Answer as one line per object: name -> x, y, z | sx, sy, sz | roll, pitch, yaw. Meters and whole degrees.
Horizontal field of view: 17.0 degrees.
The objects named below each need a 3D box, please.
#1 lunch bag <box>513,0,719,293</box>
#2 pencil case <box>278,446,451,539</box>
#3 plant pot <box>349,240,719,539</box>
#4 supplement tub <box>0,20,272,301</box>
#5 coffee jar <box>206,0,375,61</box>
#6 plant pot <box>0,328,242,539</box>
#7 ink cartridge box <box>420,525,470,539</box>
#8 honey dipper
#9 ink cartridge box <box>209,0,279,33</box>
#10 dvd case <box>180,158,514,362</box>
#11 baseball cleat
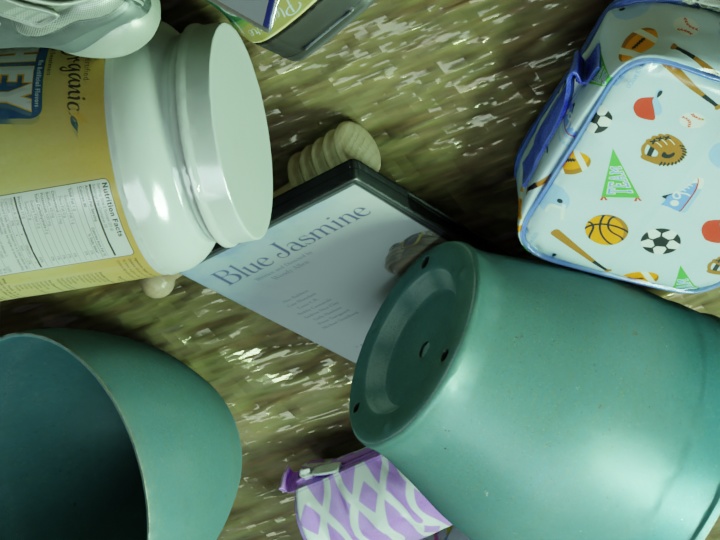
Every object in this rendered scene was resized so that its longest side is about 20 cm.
lunch bag -> 0.178, -0.075, 1.389 | 0.159, 0.076, 0.200 | 15, 139, -12
pencil case -> 0.042, 0.133, 1.638 | 0.199, 0.084, 0.086 | -27, 113, 27
plant pot -> 0.103, 0.079, 1.460 | 0.187, 0.201, 0.200 | 27, 134, -21
supplement tub -> -0.160, -0.063, 1.358 | 0.198, 0.145, 0.145 | -9, 139, 12
coffee jar -> -0.075, -0.192, 1.247 | 0.199, 0.086, 0.104 | 30, 134, -29
plant pot -> -0.156, 0.127, 1.574 | 0.134, 0.201, 0.200 | -14, 158, -46
ink cartridge box -> 0.105, 0.223, 1.689 | 0.199, 0.145, 0.145 | -29, 131, 30
honey dipper -> -0.068, -0.029, 1.479 | 0.038, 0.038, 0.199 | 32, 133, -31
ink cartridge box -> -0.086, -0.238, 1.096 | 0.199, 0.047, 0.199 | 28, 118, 23
dvd case -> 0.000, 0.000, 1.492 | 0.142, 0.018, 0.200 | -25, 146, 29
baseball cleat -> -0.206, -0.153, 1.280 | 0.198, 0.070, 0.106 | -1, 162, 21
